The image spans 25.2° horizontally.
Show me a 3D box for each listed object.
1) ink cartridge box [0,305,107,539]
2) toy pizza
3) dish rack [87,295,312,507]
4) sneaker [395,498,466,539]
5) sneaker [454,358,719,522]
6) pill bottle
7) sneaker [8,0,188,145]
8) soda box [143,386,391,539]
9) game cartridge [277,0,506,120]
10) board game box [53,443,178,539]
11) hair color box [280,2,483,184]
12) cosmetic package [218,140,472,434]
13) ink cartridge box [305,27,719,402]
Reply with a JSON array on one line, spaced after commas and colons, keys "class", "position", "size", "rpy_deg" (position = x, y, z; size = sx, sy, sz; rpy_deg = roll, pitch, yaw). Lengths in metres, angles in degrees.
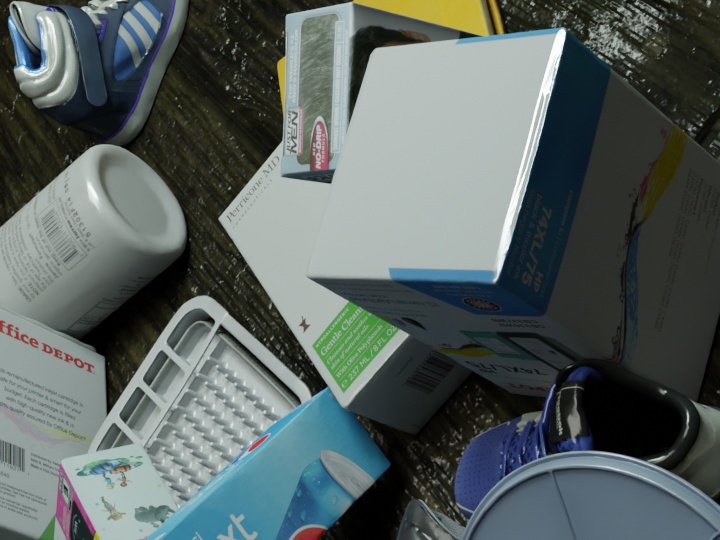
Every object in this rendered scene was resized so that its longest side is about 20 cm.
[{"class": "ink cartridge box", "position": [-0.274, 0.140, 1.252], "size": [0.084, 0.144, 0.201], "rpy_deg": [-34, 46, 28]}, {"class": "toy pizza", "position": [0.136, 0.188, 0.832], "size": [0.199, 0.032, 0.202], "rpy_deg": [11, 108, 34]}, {"class": "dish rack", "position": [-0.110, 0.128, 1.172], "size": [0.172, 0.043, 0.200], "rpy_deg": [-56, 40, 2]}, {"class": "sneaker", "position": [0.014, 0.198, 0.983], "size": [0.199, 0.075, 0.115], "rpy_deg": [3, 68, 40]}, {"class": "sneaker", "position": [0.123, 0.093, 0.900], "size": [0.198, 0.115, 0.081], "rpy_deg": [-11, 58, 41]}, {"class": "pill bottle", "position": [-0.249, -0.003, 1.338], "size": [0.199, 0.114, 0.115], "rpy_deg": [-37, 45, 23]}, {"class": "sneaker", "position": [-0.240, -0.225, 1.439], "size": [0.080, 0.146, 0.202], "rpy_deg": [-5, 64, 43]}, {"class": "soda box", "position": [-0.068, 0.155, 0.989], "size": [0.064, 0.068, 0.200], "rpy_deg": [-35, 3, 43]}, {"class": "game cartridge", "position": [0.023, -0.144, 1.216], "size": [0.199, 0.032, 0.178], "rpy_deg": [-34, 46, 30]}, {"class": "board game box", "position": [-0.145, 0.237, 1.068], "size": [0.200, 0.064, 0.149], "rpy_deg": [47, 137, 46]}, {"class": "hair color box", "position": [0.041, -0.100, 1.020], "size": [0.060, 0.199, 0.100], "rpy_deg": [-1, 86, 45]}, {"class": "cosmetic package", "position": [0.000, 0.000, 1.089], "size": [0.108, 0.085, 0.200], "rpy_deg": [-50, 50, 14]}, {"class": "ink cartridge box", "position": [0.101, -0.024, 0.929], "size": [0.146, 0.199, 0.147], "rpy_deg": [1, 69, 46]}]
